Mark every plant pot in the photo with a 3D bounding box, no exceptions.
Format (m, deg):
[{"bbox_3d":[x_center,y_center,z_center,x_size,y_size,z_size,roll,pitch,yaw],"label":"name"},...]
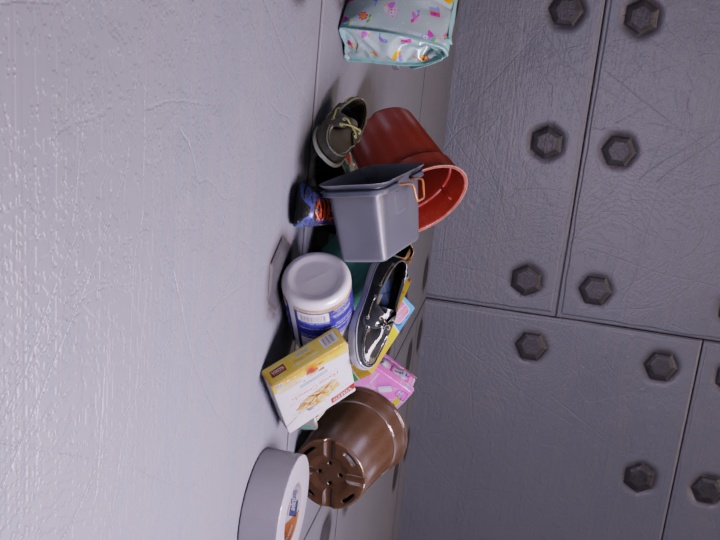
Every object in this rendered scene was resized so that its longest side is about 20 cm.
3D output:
[{"bbox_3d":[0.082,-0.208,1.829,0.201,0.200,0.195,82,-16,-58],"label":"plant pot"},{"bbox_3d":[-0.029,0.364,1.839,0.198,0.200,0.201,-37,135,-64],"label":"plant pot"}]

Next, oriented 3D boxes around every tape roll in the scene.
[{"bbox_3d":[-0.144,0.405,1.542,0.200,0.066,0.201,8,90,-79],"label":"tape roll"}]

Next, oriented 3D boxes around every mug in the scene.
[{"bbox_3d":[0.003,0.006,1.666,0.114,0.152,0.185,-48,148,13],"label":"mug"}]

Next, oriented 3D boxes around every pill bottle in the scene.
[{"bbox_3d":[-0.068,0.071,1.550,0.200,0.116,0.116,86,16,-52],"label":"pill bottle"}]

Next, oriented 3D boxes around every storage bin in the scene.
[{"bbox_3d":[0.037,-0.097,1.521,0.200,0.145,0.135,-35,121,-60],"label":"storage bin"}]

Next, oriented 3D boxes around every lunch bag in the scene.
[{"bbox_3d":[0.078,-0.468,1.677,0.122,0.200,0.171,75,24,-65],"label":"lunch bag"}]

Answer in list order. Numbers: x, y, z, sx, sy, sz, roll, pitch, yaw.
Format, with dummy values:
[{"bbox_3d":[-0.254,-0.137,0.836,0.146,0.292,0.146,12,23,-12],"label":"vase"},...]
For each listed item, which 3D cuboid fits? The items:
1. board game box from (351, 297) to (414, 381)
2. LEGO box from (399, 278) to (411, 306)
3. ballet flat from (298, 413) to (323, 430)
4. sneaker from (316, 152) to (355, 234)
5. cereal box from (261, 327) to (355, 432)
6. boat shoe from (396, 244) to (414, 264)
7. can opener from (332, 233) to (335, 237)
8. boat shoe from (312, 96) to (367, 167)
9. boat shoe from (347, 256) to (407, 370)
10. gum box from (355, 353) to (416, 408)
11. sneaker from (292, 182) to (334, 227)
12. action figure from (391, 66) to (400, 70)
[{"bbox_3d":[0.014,0.152,1.907,0.153,0.040,0.200,-31,-162,50],"label":"board game box"},{"bbox_3d":[0.018,0.016,1.870,0.149,0.077,0.200,52,21,-9],"label":"LEGO box"},{"bbox_3d":[-0.080,0.219,1.746,0.067,0.064,0.200,87,15,-49],"label":"ballet flat"},{"bbox_3d":[-0.032,-0.154,1.684,0.200,0.070,0.093,83,24,-47],"label":"sneaker"},{"bbox_3d":[-0.083,0.188,1.540,0.144,0.040,0.200,-31,151,-13],"label":"cereal box"},{"bbox_3d":[0.069,-0.042,1.809,0.068,0.072,0.200,59,1,28],"label":"boat shoe"},{"bbox_3d":[-0.043,-0.076,1.780,0.053,0.067,0.200,90,25,-57],"label":"can opener"},{"bbox_3d":[-0.031,-0.245,1.578,0.060,0.072,0.202,-36,-160,28],"label":"boat shoe"},{"bbox_3d":[0.031,0.069,1.527,0.069,0.057,0.200,21,77,-38],"label":"boat shoe"},{"bbox_3d":[0.020,0.265,1.950,0.200,0.113,0.066,-50,-172,29],"label":"gum box"},{"bbox_3d":[-0.062,-0.108,1.538,0.200,0.078,0.075,-36,132,-76],"label":"sneaker"},{"bbox_3d":[0.128,-0.594,2.149,0.200,0.104,0.194,125,-19,-49],"label":"action figure"}]
